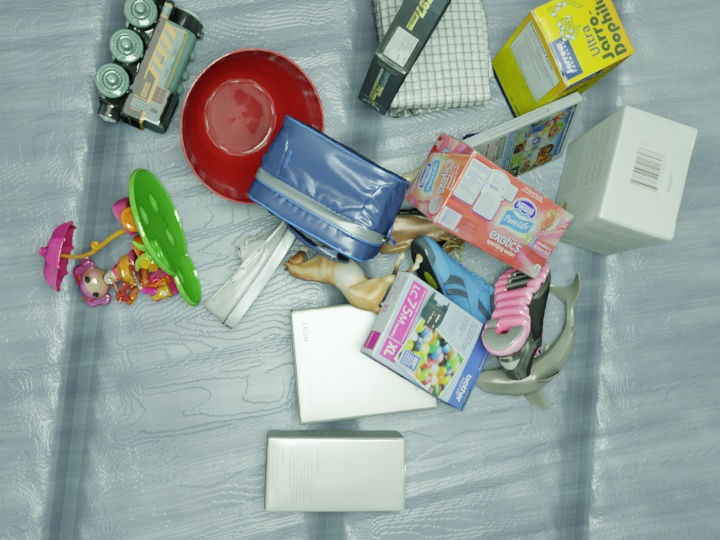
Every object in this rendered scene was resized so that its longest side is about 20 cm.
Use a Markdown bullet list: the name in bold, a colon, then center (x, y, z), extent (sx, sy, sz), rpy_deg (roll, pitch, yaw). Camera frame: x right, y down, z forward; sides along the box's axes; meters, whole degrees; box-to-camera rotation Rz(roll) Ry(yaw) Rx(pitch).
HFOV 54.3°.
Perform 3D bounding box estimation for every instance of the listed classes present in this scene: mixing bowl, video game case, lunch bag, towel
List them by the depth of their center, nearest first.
- **lunch bag**: center (-0.035, -0.091, 0.898), extent (0.197, 0.136, 0.134), rpy_deg (31, 100, 10)
- **mixing bowl**: center (-0.157, -0.204, 0.973), extent (0.195, 0.108, 0.205), rpy_deg (-7, 111, -20)
- **video game case**: center (0.216, -0.171, 1.010), extent (0.196, 0.144, 0.018), rpy_deg (-23, 66, -7)
- **towel**: center (0.105, -0.331, 1.038), extent (0.161, 0.086, 0.206), rpy_deg (-7, 86, -8)

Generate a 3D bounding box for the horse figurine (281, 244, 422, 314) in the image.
- **horse figurine**: center (0.000, 0.000, 0.967), extent (0.199, 0.050, 0.133), rpy_deg (39, 74, 18)

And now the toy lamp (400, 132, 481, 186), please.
- **toy lamp**: center (0.117, -0.153, 1.040), extent (0.196, 0.058, 0.059), rpy_deg (-25, 89, -6)

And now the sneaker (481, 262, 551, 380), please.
- **sneaker**: center (0.229, 0.070, 0.984), extent (0.096, 0.078, 0.201), rpy_deg (58, 44, -25)

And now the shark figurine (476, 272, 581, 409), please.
- **shark figurine**: center (0.280, 0.121, 1.027), extent (0.128, 0.089, 0.215), rpy_deg (41, 85, -3)

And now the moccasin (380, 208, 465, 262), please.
- **moccasin**: center (0.122, -0.054, 1.027), extent (0.196, 0.074, 0.080), rpy_deg (-6, 102, -11)

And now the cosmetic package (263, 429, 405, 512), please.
- **cosmetic package**: center (-0.037, 0.281, 0.991), extent (0.194, 0.074, 0.105), rpy_deg (3, 86, -8)

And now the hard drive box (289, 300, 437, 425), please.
- **hard drive box**: center (0.002, 0.125, 1.001), extent (0.194, 0.077, 0.161), rpy_deg (-5, 87, -7)

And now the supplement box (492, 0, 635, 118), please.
- **supplement box**: center (0.276, -0.300, 0.993), extent (0.108, 0.200, 0.111), rpy_deg (-26, 90, -6)

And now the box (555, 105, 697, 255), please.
- **box**: center (0.360, -0.117, 0.990), extent (0.104, 0.200, 0.156), rpy_deg (16, 85, -3)

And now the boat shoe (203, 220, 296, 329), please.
- **boat shoe**: center (-0.149, -0.016, 0.996), extent (0.065, 0.074, 0.202), rpy_deg (35, 83, -7)

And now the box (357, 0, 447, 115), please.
- **box**: center (0.072, -0.319, 0.909), extent (0.050, 0.158, 0.203), rpy_deg (30, 81, -5)

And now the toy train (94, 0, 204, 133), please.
- **toy train**: center (-0.299, -0.295, 0.998), extent (0.112, 0.085, 0.205), rpy_deg (22, 83, -16)

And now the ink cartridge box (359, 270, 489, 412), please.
- **ink cartridge box**: center (0.104, 0.103, 0.945), extent (0.198, 0.042, 0.121), rpy_deg (34, 78, -29)

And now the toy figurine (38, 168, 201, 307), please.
- **toy figurine**: center (-0.342, -0.013, 0.969), extent (0.180, 0.151, 0.204), rpy_deg (-20, 113, 7)

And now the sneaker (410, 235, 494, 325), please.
- **sneaker**: center (0.139, 0.018, 1.004), extent (0.078, 0.066, 0.202), rpy_deg (-38, 117, -10)

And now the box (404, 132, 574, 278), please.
- **box**: center (0.171, -0.085, 0.927), extent (0.197, 0.095, 0.104), rpy_deg (24, 104, -31)
